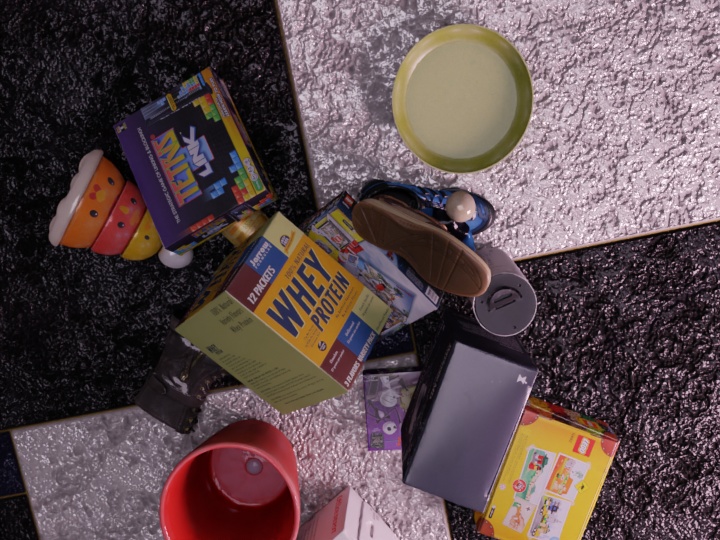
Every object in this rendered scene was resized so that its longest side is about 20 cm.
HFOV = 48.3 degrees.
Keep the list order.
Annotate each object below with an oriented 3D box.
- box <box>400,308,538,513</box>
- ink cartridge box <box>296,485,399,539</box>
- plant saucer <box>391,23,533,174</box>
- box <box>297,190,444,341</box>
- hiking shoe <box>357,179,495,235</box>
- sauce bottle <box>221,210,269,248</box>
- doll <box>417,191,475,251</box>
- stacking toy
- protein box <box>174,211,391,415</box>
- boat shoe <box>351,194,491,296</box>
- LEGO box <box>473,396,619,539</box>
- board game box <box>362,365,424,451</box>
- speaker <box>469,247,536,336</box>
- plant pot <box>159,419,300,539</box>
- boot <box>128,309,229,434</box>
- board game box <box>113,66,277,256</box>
[{"bbox_3d":[0.138,0.178,1.080,0.115,0.200,0.200,19,99,-1],"label":"box"},{"bbox_3d":[-0.044,0.458,1.188,0.200,0.147,0.145,-42,95,9],"label":"ink cartridge box"},{"bbox_3d":[0.142,-0.238,1.124,0.196,0.031,0.204,1,100,3],"label":"plant saucer"},{"bbox_3d":[0.000,0.000,1.107,0.200,0.038,0.136,45,134,-15],"label":"box"},{"bbox_3d":[0.093,-0.081,1.123,0.196,0.087,0.076,6,100,2],"label":"hiking shoe"},{"bbox_3d":[-0.118,-0.021,1.156,0.199,0.066,0.066,42,99,-5],"label":"sauce bottle"},{"bbox_3d":[0.088,-0.037,1.091,0.135,0.049,0.200,28,137,-15],"label":"doll"},{"bbox_3d":[-0.326,-0.066,1.145,0.198,0.146,0.148,27,100,-20],"label":"stacking toy"},{"bbox_3d":[-0.105,0.065,1.069,0.199,0.198,0.136,40,57,-14],"label":"protein box"},{"bbox_3d":[0.085,-0.040,1.005,0.198,0.072,0.073,28,128,24],"label":"boat shoe"},{"bbox_3d":[0.268,0.304,1.182,0.146,0.077,0.203,19,100,-1],"label":"LEGO box"},{"bbox_3d":[0.104,0.204,1.200,0.196,0.032,0.123,-5,103,3],"label":"board game box"},{"bbox_3d":[0.183,0.024,1.077,0.079,0.200,0.083,1,100,3],"label":"speaker"},{"bbox_3d":[-0.170,0.312,1.155,0.196,0.177,0.205,1,99,3],"label":"plant pot"},{"bbox_3d":[-0.231,0.168,1.199,0.197,0.069,0.177,25,105,3],"label":"boot"},{"bbox_3d":[-0.229,-0.150,1.111,0.163,0.057,0.202,-29,76,6],"label":"board game box"}]
